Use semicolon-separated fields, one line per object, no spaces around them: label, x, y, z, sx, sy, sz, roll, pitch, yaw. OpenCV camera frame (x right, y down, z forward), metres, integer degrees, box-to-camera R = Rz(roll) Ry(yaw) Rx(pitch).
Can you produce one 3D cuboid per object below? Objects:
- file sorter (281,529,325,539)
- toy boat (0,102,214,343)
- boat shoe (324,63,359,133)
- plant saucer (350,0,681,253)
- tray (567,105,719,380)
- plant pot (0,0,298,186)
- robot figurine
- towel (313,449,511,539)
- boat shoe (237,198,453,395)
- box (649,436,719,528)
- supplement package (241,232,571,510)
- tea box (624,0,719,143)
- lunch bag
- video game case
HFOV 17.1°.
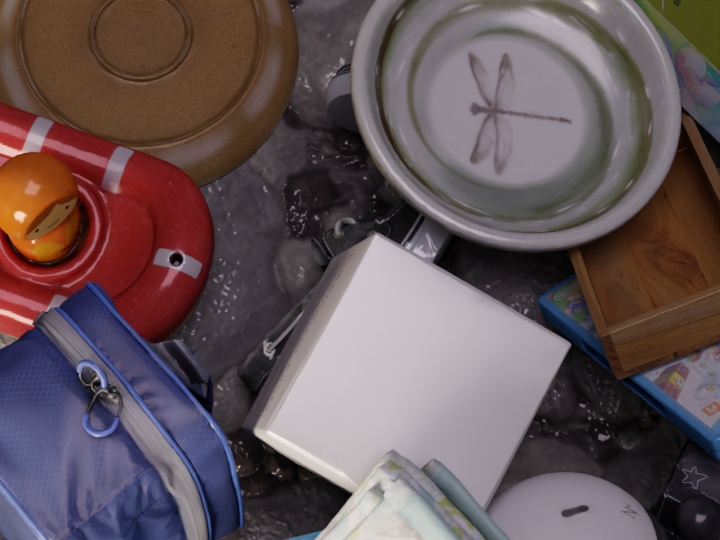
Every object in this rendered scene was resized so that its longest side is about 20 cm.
file sorter;-0.016;0.251;1.304;0.122;0.139;0.201;-12;70;-10
toy boat;-0.183;-0.030;1.399;0.199;0.131;0.131;19;76;5
boat shoe;0.074;-0.120;1.490;0.199;0.069;0.057;-2;65;-10
plant saucer;0.089;-0.097;1.418;0.199;0.050;0.201;4;67;-9
tray;0.170;-0.020;1.397;0.098;0.037;0.200;-21;32;6
plant pot;-0.138;-0.144;1.506;0.199;0.028;0.201;1;68;-3
robot figurine;0.129;0.192;1.257;0.124;0.200;0.151;5;58;43
towel;0.035;0.210;1.179;0.200;0.048;0.171;48;117;11
boat shoe;0.000;0.000;1.433;0.071;0.072;0.200;34;73;5
box;0.259;0.166;1.345;0.199;0.132;0.115;29;54;9
supplement package;0.020;0.064;1.296;0.121;0.200;0.120;30;84;-5
tea box;0.284;-0.173;1.452;0.200;0.134;0.197;-34;69;-32
lunch bag;-0.141;0.098;1.320;0.132;0.200;0.136;-38;72;-15
video game case;0.206;0.023;1.359;0.143;0.018;0.200;-31;32;-11
